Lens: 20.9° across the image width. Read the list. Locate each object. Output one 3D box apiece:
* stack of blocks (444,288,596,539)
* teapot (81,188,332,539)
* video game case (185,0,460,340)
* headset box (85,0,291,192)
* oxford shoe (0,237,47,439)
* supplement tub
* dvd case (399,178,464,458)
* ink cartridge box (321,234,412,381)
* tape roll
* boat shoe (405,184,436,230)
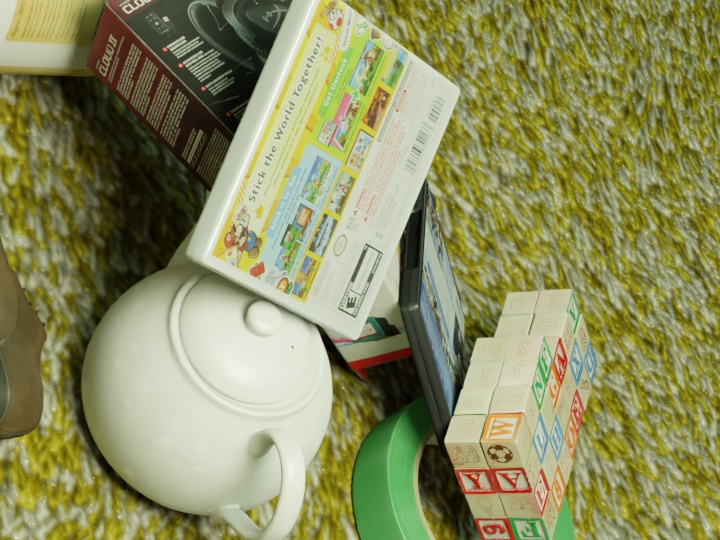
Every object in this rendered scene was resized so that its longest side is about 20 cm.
[{"bbox_3d":[0.131,0.104,1.557,0.200,0.058,0.115,-68,146,-44],"label":"stack of blocks"},{"bbox_3d":[-0.095,0.072,1.387,0.200,0.146,0.197,41,48,-3],"label":"teapot"},{"bbox_3d":[-0.021,-0.071,1.341,0.182,0.023,0.200,29,82,-50],"label":"video game case"},{"bbox_3d":[-0.088,-0.148,1.408,0.200,0.077,0.149,44,53,11],"label":"headset box"},{"bbox_3d":[-0.262,0.026,1.350,0.084,0.073,0.201,21,52,-54],"label":"oxford shoe"},{"bbox_3d":[-0.256,-0.217,1.442,0.200,0.145,0.145,-3,67,-45],"label":"supplement tub"},{"bbox_3d":[0.059,0.034,1.553,0.200,0.017,0.143,-83,159,-59],"label":"dvd case"},{"bbox_3d":[0.000,0.000,1.524,0.200,0.067,0.117,58,20,-65],"label":"ink cartridge box"},{"bbox_3d":[0.085,0.196,1.571,0.200,0.048,0.201,23,51,-32],"label":"tape roll"},{"bbox_3d":[0.004,-0.067,1.608,0.060,0.076,0.200,44,23,20],"label":"boat shoe"}]
